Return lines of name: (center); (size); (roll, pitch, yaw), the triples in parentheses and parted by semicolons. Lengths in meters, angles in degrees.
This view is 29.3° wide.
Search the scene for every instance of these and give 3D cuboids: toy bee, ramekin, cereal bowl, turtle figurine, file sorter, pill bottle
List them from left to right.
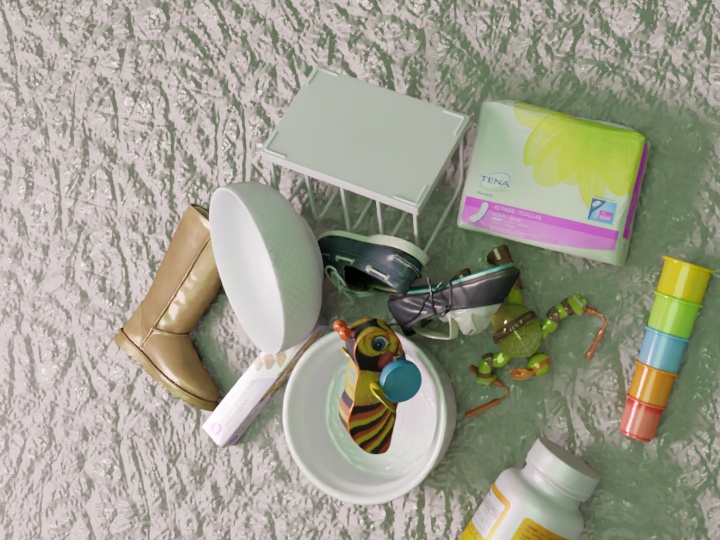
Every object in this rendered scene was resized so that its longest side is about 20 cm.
cereal bowl: (-0.099, -0.011, 1.593); (0.082, 0.200, 0.202); (-20, 79, -22)
toy bee: (0.010, 0.095, 1.497); (0.107, 0.131, 0.203); (15, 84, -24)
file sorter: (0.011, -0.119, 1.584); (0.198, 0.125, 0.140); (20, 61, 19)
ramekin: (0.017, 0.165, 1.601); (0.197, 0.098, 0.204); (-1, 88, 19)
turtle figurine: (0.166, 0.065, 1.569); (0.199, 0.064, 0.162); (-37, 74, 18)
pill bottle: (0.179, 0.292, 1.530); (0.110, 0.111, 0.202); (34, 98, 17)

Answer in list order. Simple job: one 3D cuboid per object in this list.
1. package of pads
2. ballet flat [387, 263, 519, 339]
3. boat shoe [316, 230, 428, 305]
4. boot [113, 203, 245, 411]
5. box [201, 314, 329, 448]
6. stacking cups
package of pads: (0.218, -0.103, 1.558); (0.197, 0.068, 0.157); (14, 92, 19)
ballet flat: (0.108, 0.040, 1.533); (0.199, 0.072, 0.074); (-14, 82, 49)
boat shoe: (0.000, 0.000, 1.588); (0.199, 0.075, 0.062); (6, 62, 50)
boot: (-0.199, 0.047, 1.700); (0.174, 0.066, 0.201); (36, 98, 17)
box: (-0.116, 0.129, 1.679); (0.039, 0.041, 0.201); (42, 100, 17)
stacking cups: (0.330, 0.087, 1.514); (0.060, 0.060, 0.203); (19, 94, 19)
